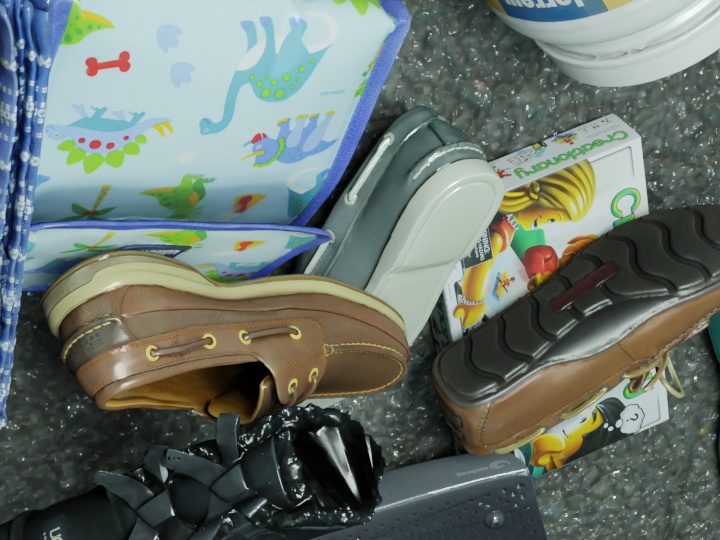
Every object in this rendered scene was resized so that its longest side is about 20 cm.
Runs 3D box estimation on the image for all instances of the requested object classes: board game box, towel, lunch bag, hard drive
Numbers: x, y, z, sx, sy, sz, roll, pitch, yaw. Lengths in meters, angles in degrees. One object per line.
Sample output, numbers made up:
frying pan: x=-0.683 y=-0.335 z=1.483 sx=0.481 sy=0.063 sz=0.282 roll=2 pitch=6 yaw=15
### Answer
board game box: x=0.103 y=0.024 z=1.060 sx=0.126 sy=0.035 sz=0.200 roll=-23 pitch=127 yaw=-14
towel: x=-0.182 y=-0.048 z=0.800 sx=0.024 sy=0.145 sz=0.200 roll=-12 pitch=125 yaw=-40
lunch bag: x=-0.097 y=-0.066 z=0.855 sx=0.170 sy=0.128 sz=0.200 roll=1 pitch=134 yaw=-31
hard drive: x=0.008 y=0.175 z=1.079 sx=0.200 sy=0.042 sz=0.135 roll=-19 pitch=127 yaw=0

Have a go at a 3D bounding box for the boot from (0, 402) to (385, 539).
boot: x=-0.064 y=0.114 z=0.890 sx=0.162 sy=0.073 sz=0.198 roll=-23 pitch=167 yaw=17

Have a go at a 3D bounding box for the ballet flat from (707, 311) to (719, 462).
ballet flat: x=0.252 y=0.075 z=1.155 sx=0.071 sy=0.071 sz=0.200 roll=-25 pitch=127 yaw=-12

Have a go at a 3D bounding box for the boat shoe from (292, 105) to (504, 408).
boat shoe: x=0.000 y=0.000 z=0.977 sx=0.073 sy=0.062 sz=0.200 roll=-3 pitch=141 yaw=-42

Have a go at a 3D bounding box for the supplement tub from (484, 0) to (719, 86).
supplement tub: x=0.095 y=-0.193 z=0.853 sx=0.145 sy=0.145 sz=0.200 roll=-39 pitch=128 yaw=-1

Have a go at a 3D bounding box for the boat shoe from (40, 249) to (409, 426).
boat shoe: x=-0.054 y=0.043 z=0.883 sx=0.200 sy=0.068 sz=0.072 roll=9 pitch=140 yaw=-42

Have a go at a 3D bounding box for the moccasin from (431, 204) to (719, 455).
moccasin: x=0.135 y=0.034 z=1.016 sx=0.201 sy=0.074 sz=0.078 roll=-36 pitch=138 yaw=-9
